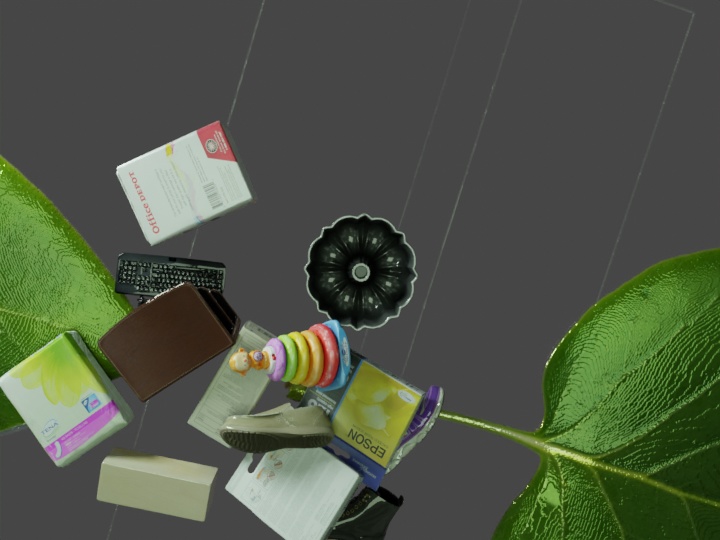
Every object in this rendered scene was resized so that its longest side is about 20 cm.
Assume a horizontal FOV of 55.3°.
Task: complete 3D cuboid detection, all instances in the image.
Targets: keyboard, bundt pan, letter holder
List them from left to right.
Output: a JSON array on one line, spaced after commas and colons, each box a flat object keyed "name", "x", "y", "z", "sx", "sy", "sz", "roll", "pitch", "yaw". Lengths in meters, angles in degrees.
[{"name": "keyboard", "x": -0.346, "y": 0.028, "z": 1.241, "sx": 0.197, "sy": 0.040, "sz": 0.106, "roll": 5, "pitch": 94, "yaw": 0}, {"name": "letter holder", "x": -0.332, "y": 0.104, "z": 1.193, "sx": 0.199, "sy": 0.101, "sz": 0.143, "roll": -32, "pitch": 108, "yaw": 7}, {"name": "bundt pan", "x": 0.000, "y": 0.000, "z": 1.225, "sx": 0.198, "sy": 0.076, "sz": 0.205, "roll": 0, "pitch": 95, "yaw": -1}]

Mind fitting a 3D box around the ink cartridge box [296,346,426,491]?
[{"name": "ink cartridge box", "x": -0.013, "y": 0.259, "z": 1.233, "sx": 0.196, "sy": 0.047, "sz": 0.202, "roll": 28, "pitch": 92, "yaw": 17}]

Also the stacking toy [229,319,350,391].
[{"name": "stacking toy", "x": -0.124, "y": 0.146, "z": 1.147, "sx": 0.198, "sy": 0.109, "sz": 0.118, "roll": 2, "pitch": 74, "yaw": -33}]

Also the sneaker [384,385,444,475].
[{"name": "sneaker", "x": 0.075, "y": 0.282, "z": 1.251, "sx": 0.083, "sy": 0.081, "sz": 0.200, "roll": 43, "pitch": 93, "yaw": 2}]

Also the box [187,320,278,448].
[{"name": "box", "x": -0.217, "y": 0.203, "z": 1.237, "sx": 0.094, "sy": 0.078, "sz": 0.201, "roll": 32, "pitch": 93, "yaw": -4}]

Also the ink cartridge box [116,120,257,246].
[{"name": "ink cartridge box", "x": -0.299, "y": -0.151, "z": 1.204, "sx": 0.198, "sy": 0.086, "sz": 0.149, "roll": -23, "pitch": 95, "yaw": 2}]

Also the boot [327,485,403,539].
[{"name": "boot", "x": -0.033, "y": 0.431, "z": 1.250, "sx": 0.198, "sy": 0.078, "sz": 0.140, "roll": 23, "pitch": 107, "yaw": -16}]

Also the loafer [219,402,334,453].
[{"name": "loafer", "x": -0.145, "y": 0.271, "z": 1.197, "sx": 0.197, "sy": 0.069, "sz": 0.076, "roll": 4, "pitch": 136, "yaw": -12}]

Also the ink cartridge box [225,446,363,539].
[{"name": "ink cartridge box", "x": -0.117, "y": 0.378, "z": 1.220, "sx": 0.199, "sy": 0.047, "sz": 0.161, "roll": 30, "pitch": 79, "yaw": 21}]

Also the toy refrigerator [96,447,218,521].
[{"name": "toy refrigerator", "x": -0.368, "y": 0.388, "z": 1.256, "sx": 0.197, "sy": 0.070, "sz": 0.077, "roll": 12, "pitch": 101, "yaw": -1}]

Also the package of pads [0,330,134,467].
[{"name": "package of pads", "x": -0.531, "y": 0.232, "z": 1.240, "sx": 0.153, "sy": 0.068, "sz": 0.201, "roll": -33, "pitch": 94, "yaw": 0}]
